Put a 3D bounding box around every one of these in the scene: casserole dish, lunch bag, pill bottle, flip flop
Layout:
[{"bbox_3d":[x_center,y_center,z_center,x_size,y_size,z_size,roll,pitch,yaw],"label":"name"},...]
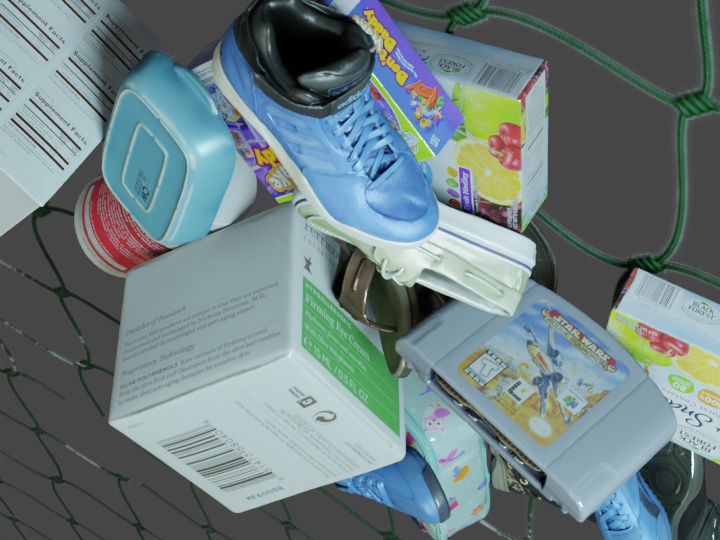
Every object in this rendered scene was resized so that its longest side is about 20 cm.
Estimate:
[{"bbox_3d":[-0.165,-0.091,1.036,0.121,0.039,0.200,49,149,9],"label":"casserole dish"},{"bbox_3d":[0.060,0.176,1.301,0.160,0.077,0.201,48,159,38],"label":"lunch bag"},{"bbox_3d":[-0.185,-0.064,1.208,0.112,0.113,0.199,46,147,-20],"label":"pill bottle"},{"bbox_3d":[0.000,0.000,1.080,0.081,0.057,0.202,129,124,-65],"label":"flip flop"}]

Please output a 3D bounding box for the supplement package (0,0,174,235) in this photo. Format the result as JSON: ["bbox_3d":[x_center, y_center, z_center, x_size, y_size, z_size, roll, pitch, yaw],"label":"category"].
[{"bbox_3d":[-0.309,-0.149,1.122,0.147,0.201,0.191,45,146,-17],"label":"supplement package"}]

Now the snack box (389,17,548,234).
[{"bbox_3d":[0.045,-0.119,0.975,0.199,0.053,0.143,21,144,23],"label":"snack box"}]

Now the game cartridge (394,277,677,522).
[{"bbox_3d":[0.140,0.085,0.980,0.200,0.133,0.042,41,154,24],"label":"game cartridge"}]

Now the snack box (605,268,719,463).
[{"bbox_3d":[0.292,0.095,1.026,0.199,0.053,0.143,25,149,16],"label":"snack box"}]

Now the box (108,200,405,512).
[{"bbox_3d":[-0.088,0.084,1.147,0.199,0.172,0.199,-22,137,23],"label":"box"}]

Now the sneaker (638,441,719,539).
[{"bbox_3d":[0.301,0.213,1.188,0.076,0.114,0.201,13,116,38],"label":"sneaker"}]

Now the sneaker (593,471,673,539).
[{"bbox_3d":[0.219,0.194,1.129,0.066,0.078,0.202,-20,86,39],"label":"sneaker"}]

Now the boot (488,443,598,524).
[{"bbox_3d":[0.205,0.182,1.226,0.153,0.074,0.204,21,152,17],"label":"boot"}]

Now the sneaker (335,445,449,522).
[{"bbox_3d":[0.010,0.194,1.191,0.200,0.078,0.066,32,142,54],"label":"sneaker"}]

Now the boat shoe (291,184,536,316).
[{"bbox_3d":[0.041,-0.020,0.965,0.198,0.063,0.072,17,165,-8],"label":"boat shoe"}]

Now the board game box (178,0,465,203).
[{"bbox_3d":[-0.035,-0.130,0.945,0.199,0.045,0.135,-12,124,52],"label":"board game box"}]

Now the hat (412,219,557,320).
[{"bbox_3d":[0.077,0.014,1.102,0.199,0.081,0.201,25,148,17],"label":"hat"}]

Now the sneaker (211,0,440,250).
[{"bbox_3d":[-0.011,-0.099,0.840,0.200,0.077,0.111,48,158,-4],"label":"sneaker"}]
